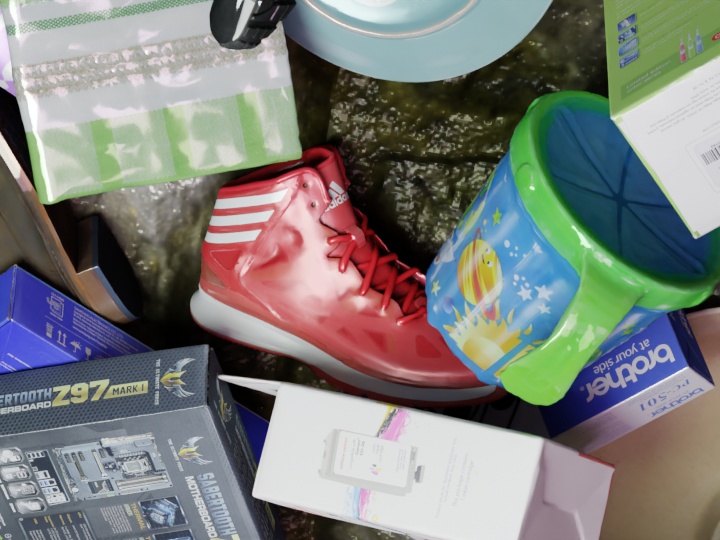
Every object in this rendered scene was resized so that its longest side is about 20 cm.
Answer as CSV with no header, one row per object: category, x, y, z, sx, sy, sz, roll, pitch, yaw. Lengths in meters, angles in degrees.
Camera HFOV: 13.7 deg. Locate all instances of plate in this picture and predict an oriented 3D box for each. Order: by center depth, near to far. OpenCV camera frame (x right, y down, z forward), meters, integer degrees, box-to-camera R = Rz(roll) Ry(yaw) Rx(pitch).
plate,0.014,-0.190,1.584,0.200,0.026,0.200,7,115,16

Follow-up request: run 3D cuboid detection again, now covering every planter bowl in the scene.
planter bowl,0.221,0.139,1.707,0.200,0.200,0.135,-29,141,17

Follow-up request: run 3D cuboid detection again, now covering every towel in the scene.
towel,-0.116,-0.145,1.581,0.149,0.031,0.200,-9,100,-8

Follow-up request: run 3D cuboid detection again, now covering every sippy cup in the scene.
sippy cup,0.106,-0.005,1.614,0.140,0.178,0.130,53,126,14

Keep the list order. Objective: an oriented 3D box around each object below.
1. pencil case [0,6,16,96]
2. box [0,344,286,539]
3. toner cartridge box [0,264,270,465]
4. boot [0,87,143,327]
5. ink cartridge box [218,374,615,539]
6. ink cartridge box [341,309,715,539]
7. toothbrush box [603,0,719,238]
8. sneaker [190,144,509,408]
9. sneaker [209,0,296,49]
pencil case,-0.198,-0.152,1.610,0.200,0.084,0.085,30,141,-14
box,-0.136,0.132,1.711,0.158,0.051,0.200,-9,137,10
toner cartridge box,-0.155,0.079,1.723,0.095,0.043,0.200,-32,129,32
boot,-0.212,-0.031,1.685,0.097,0.075,0.200,-25,117,13
ink cartridge box,0.023,0.110,1.639,0.200,0.116,0.068,11,84,27
ink cartridge box,0.093,0.067,1.710,0.200,0.094,0.044,-29,151,17
toothbrush box,0.207,-0.126,1.540,0.146,0.200,0.086,-30,114,17
sneaker,0.000,0.000,1.670,0.200,0.078,0.116,14,117,15
sneaker,-0.056,-0.216,1.543,0.088,0.076,0.200,20,102,14
